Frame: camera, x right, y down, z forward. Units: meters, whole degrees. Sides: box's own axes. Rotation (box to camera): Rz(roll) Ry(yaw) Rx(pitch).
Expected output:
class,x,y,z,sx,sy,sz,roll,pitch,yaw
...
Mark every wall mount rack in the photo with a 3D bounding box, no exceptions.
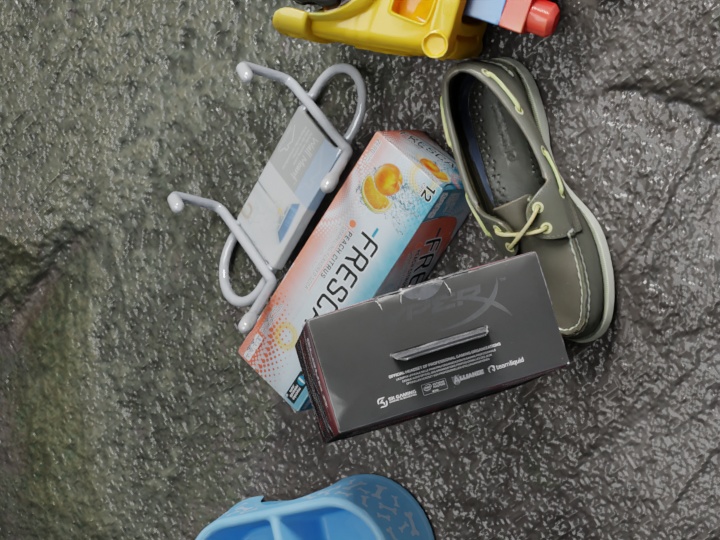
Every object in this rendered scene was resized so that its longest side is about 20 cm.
class,x,y,z,sx,sy,sz,roll,pitch,yaw
wall mount rack,-0.060,-0.049,1.383,0.200,0.074,0.174,-60,41,21

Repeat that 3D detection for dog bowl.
class,x,y,z,sx,sy,sz,roll,pitch,yaw
dog bowl,-0.042,0.213,1.429,0.199,0.050,0.112,-15,86,32

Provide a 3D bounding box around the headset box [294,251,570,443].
class,x,y,z,sx,sy,sz,roll,pitch,yaw
headset box,0.041,0.051,1.250,0.148,0.200,0.075,-16,84,-7

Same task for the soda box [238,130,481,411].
class,x,y,z,sx,sy,sz,roll,pitch,yaw
soda box,0.000,0.000,1.378,0.068,0.063,0.200,43,115,22

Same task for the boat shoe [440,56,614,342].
class,x,y,z,sx,sy,sz,roll,pitch,yaw
boat shoe,0.106,-0.045,1.309,0.072,0.060,0.203,-25,80,31

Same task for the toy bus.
class,x,y,z,sx,sy,sz,roll,pitch,yaw
toy bus,0.053,-0.230,1.297,0.191,0.136,0.201,17,100,16
